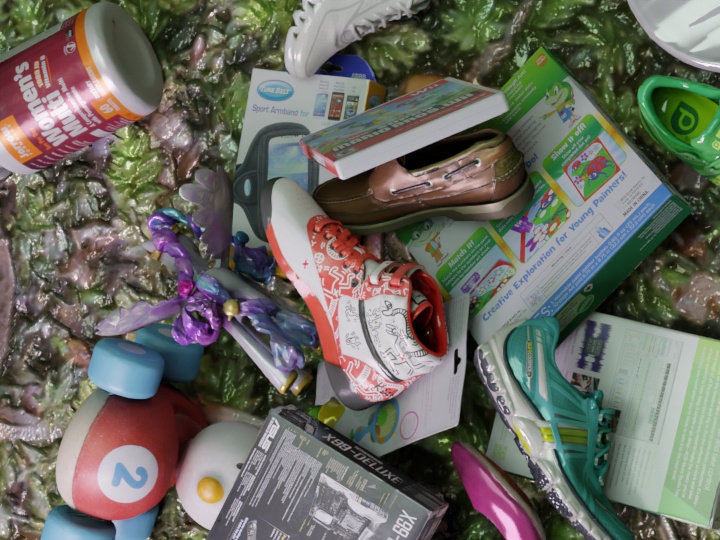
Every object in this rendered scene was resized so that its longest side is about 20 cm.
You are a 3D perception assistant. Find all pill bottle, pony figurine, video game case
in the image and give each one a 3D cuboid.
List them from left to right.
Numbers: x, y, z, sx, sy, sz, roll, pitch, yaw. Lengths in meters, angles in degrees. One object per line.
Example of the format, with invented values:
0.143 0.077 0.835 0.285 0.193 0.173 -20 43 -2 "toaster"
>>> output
-0.286 -0.154 1.920 0.199 0.109 0.110 -25 72 20 "pill bottle"
-0.119 0.018 1.745 0.200 0.193 0.167 39 90 6 "pony figurine"
0.031 -0.116 1.698 0.142 0.200 0.018 -23 101 -6 "video game case"

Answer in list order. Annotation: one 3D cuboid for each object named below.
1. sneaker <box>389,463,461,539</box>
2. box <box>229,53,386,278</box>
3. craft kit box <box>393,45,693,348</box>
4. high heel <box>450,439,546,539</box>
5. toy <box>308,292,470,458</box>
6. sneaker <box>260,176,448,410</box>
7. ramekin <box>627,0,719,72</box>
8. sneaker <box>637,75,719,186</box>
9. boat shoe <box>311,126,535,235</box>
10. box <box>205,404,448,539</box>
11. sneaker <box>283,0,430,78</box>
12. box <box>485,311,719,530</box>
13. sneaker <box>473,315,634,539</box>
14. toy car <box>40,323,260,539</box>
0.053 0.230 1.718 0.200 0.071 0.098 41 102 26 "sneaker"
-0.049 -0.093 1.835 0.118 0.041 0.202 7 88 27 "box"
0.138 -0.047 1.710 0.200 0.048 0.198 -46 54 13 "craft kit box"
0.113 0.234 1.676 0.096 0.067 0.200 -39 92 6 "high heel"
0.032 0.105 1.728 0.199 0.047 0.116 -24 50 44 "toy"
0.001 0.000 1.681 0.108 0.067 0.203 -29 79 35 "sneaker"
0.308 -0.246 1.655 0.201 0.094 0.204 -4 79 25 "ramekin"
0.294 -0.091 1.644 0.199 0.083 0.074 30 95 26 "sneaker"
0.042 -0.079 1.709 0.199 0.072 0.068 -8 124 27 "boat shoe"
-0.044 0.232 1.686 0.157 0.050 0.201 30 100 17 "box"
0.012 -0.237 1.803 0.081 0.075 0.200 40 90 10 "sneaker"
0.206 0.111 1.683 0.199 0.036 0.146 14 88 28 "box"
0.163 0.129 1.628 0.079 0.078 0.201 -28 94 -4 "sneaker"
-0.137 0.168 1.776 0.199 0.177 0.186 20 101 14 "toy car"
